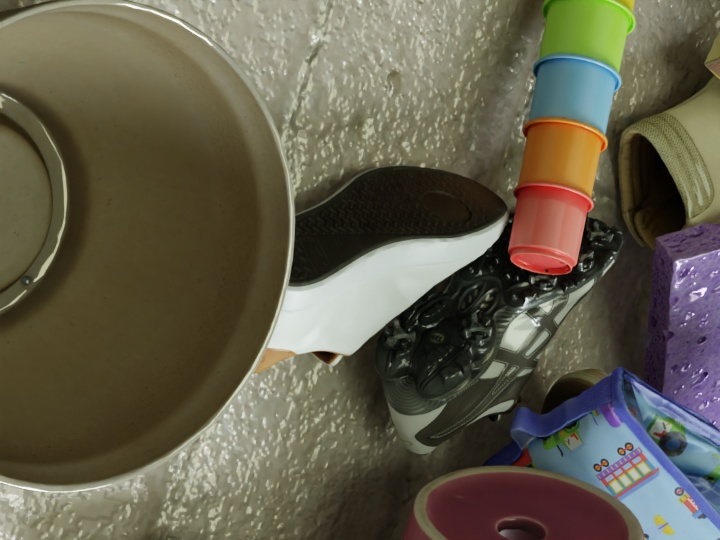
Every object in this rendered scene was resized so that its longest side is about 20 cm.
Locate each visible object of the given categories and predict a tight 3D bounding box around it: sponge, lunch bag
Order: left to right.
[{"bbox_3d":[0.163,0.154,0.926,0.200,0.150,0.094,39,42,-11],"label":"lunch bag"},{"bbox_3d":[0.242,0.050,1.025,0.111,0.030,0.201,-17,131,-18],"label":"sponge"}]

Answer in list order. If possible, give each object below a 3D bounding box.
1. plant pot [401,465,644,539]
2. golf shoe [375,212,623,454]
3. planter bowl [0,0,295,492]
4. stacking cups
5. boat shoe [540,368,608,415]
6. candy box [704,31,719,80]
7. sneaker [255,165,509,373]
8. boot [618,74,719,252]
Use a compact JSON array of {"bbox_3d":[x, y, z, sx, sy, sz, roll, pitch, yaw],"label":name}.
[{"bbox_3d":[0.084,0.218,0.860,0.199,0.200,0.180,-10,114,-38],"label":"plant pot"},{"bbox_3d":[0.082,0.033,0.926,0.200,0.078,0.095,-34,141,-32],"label":"golf shoe"},{"bbox_3d":[-0.146,-0.019,0.668,0.200,0.134,0.201,-10,106,-38],"label":"planter bowl"},{"bbox_3d":[0.121,-0.097,0.904,0.060,0.060,0.201,27,72,-40],"label":"stacking cups"},{"bbox_3d":[0.171,0.135,1.017,0.065,0.072,0.201,-43,129,-32],"label":"boat shoe"},{"bbox_3d":[0.332,-0.101,0.983,0.200,0.115,0.055,40,62,-19],"label":"candy box"},{"bbox_3d":[0.000,0.000,0.854,0.199,0.073,0.085,-20,140,-41],"label":"sneaker"},{"bbox_3d":[0.255,-0.035,1.042,0.155,0.073,0.201,-32,112,-33],"label":"boot"}]
